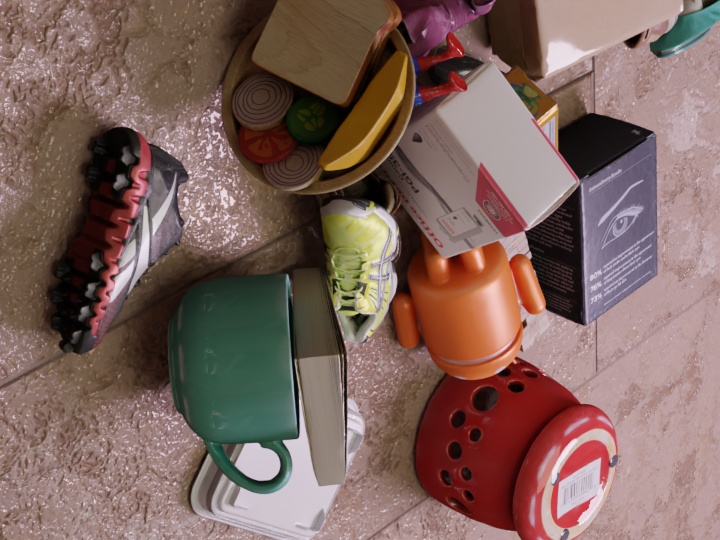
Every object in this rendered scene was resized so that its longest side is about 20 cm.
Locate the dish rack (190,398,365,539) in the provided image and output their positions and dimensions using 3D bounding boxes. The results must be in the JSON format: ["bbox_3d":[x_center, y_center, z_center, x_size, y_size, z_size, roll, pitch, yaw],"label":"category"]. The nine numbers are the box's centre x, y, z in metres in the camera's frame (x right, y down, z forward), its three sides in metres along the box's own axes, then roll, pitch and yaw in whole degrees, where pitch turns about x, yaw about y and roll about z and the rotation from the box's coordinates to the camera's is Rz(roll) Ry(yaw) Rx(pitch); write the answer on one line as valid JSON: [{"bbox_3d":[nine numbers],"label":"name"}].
[{"bbox_3d":[-0.076,0.203,1.513,0.199,0.043,0.173,29,87,-48],"label":"dish rack"}]

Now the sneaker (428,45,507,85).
[{"bbox_3d":[0.122,-0.174,1.503,0.199,0.074,0.085,11,107,-61],"label":"sneaker"}]

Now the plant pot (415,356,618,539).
[{"bbox_3d":[0.193,0.214,1.698,0.199,0.181,0.203,-20,119,-39],"label":"plant pot"}]

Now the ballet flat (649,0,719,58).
[{"bbox_3d":[0.415,-0.328,1.769,0.199,0.067,0.071,-33,115,-36],"label":"ballet flat"}]

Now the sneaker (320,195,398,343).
[{"bbox_3d":[0.000,0.000,1.430,0.201,0.074,0.077,72,27,-54],"label":"sneaker"}]

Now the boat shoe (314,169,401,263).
[{"bbox_3d":[0.002,-0.066,1.446,0.072,0.072,0.201,-47,135,-20],"label":"boat shoe"}]

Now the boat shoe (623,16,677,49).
[{"bbox_3d":[0.316,-0.340,1.648,0.072,0.075,0.201,-43,132,-20],"label":"boat shoe"}]

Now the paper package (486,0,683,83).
[{"bbox_3d":[0.229,-0.331,1.509,0.198,0.103,0.193,-26,125,-19],"label":"paper package"}]

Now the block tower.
[{"bbox_3d":[0.166,0.000,1.663,0.058,0.054,0.202,-41,132,-26],"label":"block tower"}]

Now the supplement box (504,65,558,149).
[{"bbox_3d":[0.165,-0.128,1.501,0.069,0.067,0.200,-40,158,-11],"label":"supplement box"}]

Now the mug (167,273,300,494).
[{"bbox_3d":[-0.117,0.097,1.323,0.113,0.187,0.153,-4,145,-1],"label":"mug"}]

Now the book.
[{"bbox_3d":[-0.042,0.098,1.378,0.047,0.200,0.135,-5,114,-4],"label":"book"}]

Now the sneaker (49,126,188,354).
[{"bbox_3d":[-0.205,-0.020,1.252,0.097,0.070,0.203,13,97,-46],"label":"sneaker"}]

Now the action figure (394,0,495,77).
[{"bbox_3d":[0.078,-0.247,1.397,0.199,0.133,0.150,-33,130,-28],"label":"action figure"}]

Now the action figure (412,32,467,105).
[{"bbox_3d":[-0.001,-0.167,1.325,0.052,0.198,0.066,27,53,-57],"label":"action figure"}]

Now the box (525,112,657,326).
[{"bbox_3d":[0.271,-0.063,1.706,0.147,0.104,0.202,-29,127,-33],"label":"box"}]

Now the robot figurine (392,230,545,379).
[{"bbox_3d":[0.119,0.037,1.583,0.144,0.116,0.202,-39,133,-26],"label":"robot figurine"}]

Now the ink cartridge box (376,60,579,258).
[{"bbox_3d":[0.105,-0.102,1.409,0.083,0.200,0.147,-41,97,-20],"label":"ink cartridge box"}]

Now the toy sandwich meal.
[{"bbox_3d":[-0.040,-0.169,1.266,0.207,0.203,0.070,-62,160,-4],"label":"toy sandwich meal"}]
